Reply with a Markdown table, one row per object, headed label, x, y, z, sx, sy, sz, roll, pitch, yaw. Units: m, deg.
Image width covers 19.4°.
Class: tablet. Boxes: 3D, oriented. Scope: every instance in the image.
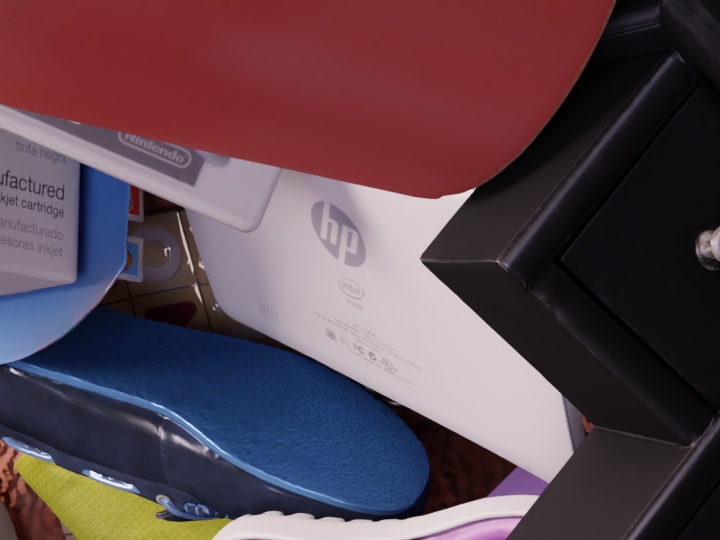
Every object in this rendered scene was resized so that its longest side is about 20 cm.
| label | x | y | z | sx | sy | sz | roll | pitch | yaw |
| --- | --- | --- | --- | --- | --- | --- | --- | --- | --- |
| tablet | 0.000 | 0.000 | 0.777 | 0.199 | 0.014 | 0.131 | 25 | 141 | 39 |

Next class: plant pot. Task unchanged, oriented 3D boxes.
| label | x | y | z | sx | sy | sz | roll | pitch | yaw |
| --- | --- | --- | --- | --- | --- | --- | --- | --- | --- |
| plant pot | -0.026 | -0.116 | 0.629 | 0.177 | 0.201 | 0.201 | 22 | 116 | -24 |

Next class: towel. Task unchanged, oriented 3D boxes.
| label | x | y | z | sx | sy | sz | roll | pitch | yaw |
| --- | --- | --- | --- | --- | --- | --- | --- | --- | --- |
| towel | -0.061 | 0.134 | 0.911 | 0.200 | 0.018 | 0.086 | 47 | 113 | 2 |

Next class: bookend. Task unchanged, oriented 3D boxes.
| label | x | y | z | sx | sy | sz | roll | pitch | yaw |
| --- | --- | --- | --- | --- | --- | --- | --- | --- | --- |
| bookend | 0.088 | 0.050 | 0.640 | 0.200 | 0.092 | 0.199 | 43 | 79 | -13 |

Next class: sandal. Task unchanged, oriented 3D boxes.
| label | x | y | z | sx | sy | sz | roll | pitch | yaw |
| --- | --- | --- | --- | --- | --- | --- | --- | --- | --- |
| sandal | 0.021 | 0.128 | 0.751 | 0.202 | 0.050 | 0.083 | -7 | 112 | 37 |

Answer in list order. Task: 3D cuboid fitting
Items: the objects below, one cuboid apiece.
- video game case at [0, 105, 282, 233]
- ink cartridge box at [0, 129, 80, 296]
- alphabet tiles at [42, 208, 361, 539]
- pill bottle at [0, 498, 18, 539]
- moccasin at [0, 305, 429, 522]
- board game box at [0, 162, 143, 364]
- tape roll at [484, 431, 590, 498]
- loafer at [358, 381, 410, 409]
| label | x | y | z | sx | sy | sz | roll | pitch | yaw |
| --- | --- | --- | --- | --- | --- | --- | --- | --- | --- |
| video game case | -0.092 | -0.134 | 0.712 | 0.199 | 0.023 | 0.183 | 23 | 87 | -13 |
| ink cartridge box | -0.181 | -0.098 | 0.782 | 0.084 | 0.146 | 0.201 | -9 | 76 | 41 |
| alphabet tiles | -0.066 | 0.072 | 0.909 | 0.166 | 0.008 | 0.201 | -11 | 101 | 22 |
| pill bottle | -0.257 | 0.152 | 0.941 | 0.199 | 0.114 | 0.115 | -17 | 98 | 23 |
| moccasin | -0.063 | 0.067 | 0.856 | 0.199 | 0.080 | 0.068 | 22 | 129 | 21 |
| board game box | -0.133 | -0.059 | 0.860 | 0.157 | 0.039 | 0.201 | -6 | 78 | 40 |
| tape roll | 0.107 | 0.167 | 0.800 | 0.199 | 0.085 | 0.201 | 18 | 124 | 29 |
| loafer | -0.009 | -0.036 | 0.823 | 0.068 | 0.070 | 0.202 | -12 | 101 | 23 |
